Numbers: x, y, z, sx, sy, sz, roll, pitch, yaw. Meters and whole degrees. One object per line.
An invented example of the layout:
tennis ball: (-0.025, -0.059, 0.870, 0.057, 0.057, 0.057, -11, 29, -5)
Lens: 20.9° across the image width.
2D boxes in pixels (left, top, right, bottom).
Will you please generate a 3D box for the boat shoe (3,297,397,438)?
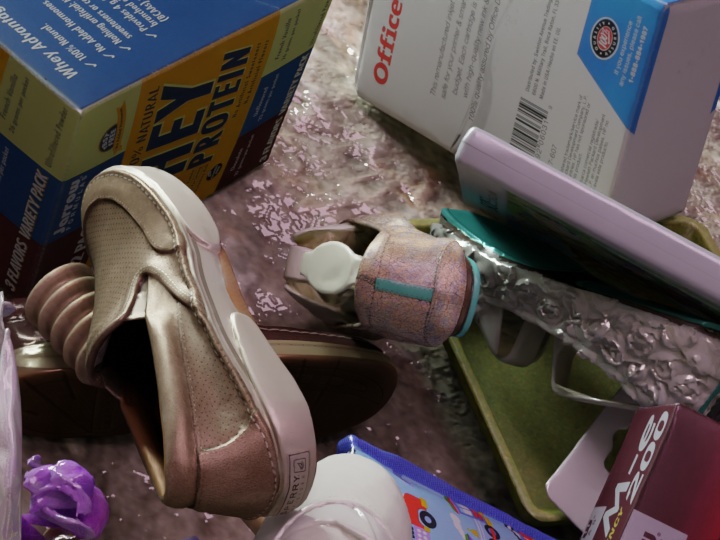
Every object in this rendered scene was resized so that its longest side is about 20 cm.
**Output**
boat shoe: (-0.081, 0.039, 0.947, 0.200, 0.072, 0.072, 0, 49, -17)

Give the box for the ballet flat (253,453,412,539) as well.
ballet flat: (-0.026, 0.145, 0.737, 0.069, 0.069, 0.200, 28, 57, 3)

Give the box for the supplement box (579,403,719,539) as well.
supplement box: (0.195, 0.149, 0.850, 0.200, 0.061, 0.109, 26, 79, -6)

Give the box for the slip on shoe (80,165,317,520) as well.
slip on shoe: (-0.085, 0.026, 0.800, 0.061, 0.076, 0.200, -7, 45, -27)

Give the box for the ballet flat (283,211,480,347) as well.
ballet flat: (0.000, 0.000, 0.954, 0.067, 0.200, 0.068, 9, 87, -14)

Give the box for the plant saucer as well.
plant saucer: (0.131, 0.058, 1.041, 0.200, 0.048, 0.200, -1, 49, -26)

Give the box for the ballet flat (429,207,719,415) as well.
ballet flat: (0.098, 0.026, 0.961, 0.072, 0.072, 0.200, -15, 28, -36)

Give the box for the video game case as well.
video game case: (0.139, -0.004, 0.969, 0.200, 0.022, 0.182, 29, -1, 6)

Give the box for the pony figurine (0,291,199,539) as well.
pony figurine: (-0.140, 0.133, 0.779, 0.200, 0.167, 0.193, 21, 42, -31)

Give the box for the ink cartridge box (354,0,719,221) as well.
ink cartridge box: (0.102, -0.130, 1.109, 0.084, 0.146, 0.200, -18, 42, -41)

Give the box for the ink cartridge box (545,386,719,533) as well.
ink cartridge box: (0.200, 0.130, 0.934, 0.200, 0.068, 0.115, 44, 57, -2)

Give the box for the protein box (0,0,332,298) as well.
protein box: (-0.161, -0.126, 1.023, 0.199, 0.135, 0.200, 39, 44, 16)

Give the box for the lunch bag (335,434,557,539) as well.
lunch bag: (0.063, 0.182, 0.866, 0.200, 0.094, 0.151, 20, 39, -19)

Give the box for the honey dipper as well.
honey dipper: (-0.076, 0.073, 0.844, 0.038, 0.038, 0.200, -20, 55, -38)
